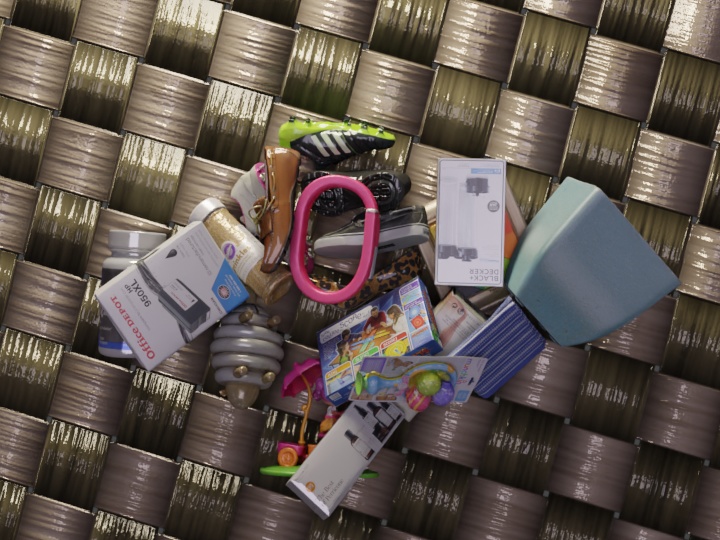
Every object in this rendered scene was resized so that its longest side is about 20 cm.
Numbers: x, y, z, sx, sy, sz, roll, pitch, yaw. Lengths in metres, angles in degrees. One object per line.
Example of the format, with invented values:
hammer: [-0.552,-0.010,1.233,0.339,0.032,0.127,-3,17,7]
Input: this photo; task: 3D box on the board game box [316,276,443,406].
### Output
board game box: [0.026,0.111,1.427,0.197,0.137,0.035,-29,132,17]

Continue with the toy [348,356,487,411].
toy: [0.088,0.180,1.371,0.195,0.116,0.048,5,48,-12]

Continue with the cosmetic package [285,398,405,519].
cosmetic package: [-0.021,0.276,1.401,0.082,0.051,0.201,39,66,4]

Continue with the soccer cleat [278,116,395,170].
soccer cleat: [-0.040,-0.208,1.514,0.195,0.068,0.083,5,108,4]

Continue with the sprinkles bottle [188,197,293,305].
sprinkles bottle: [-0.197,-0.033,1.491,0.200,0.068,0.069,43,93,18]

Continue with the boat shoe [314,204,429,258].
boat shoe: [0.017,-0.066,1.505,0.195,0.071,0.065,-9,71,11]

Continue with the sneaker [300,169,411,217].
sneaker: [-0.006,-0.133,1.505,0.196,0.091,0.078,5,106,24]

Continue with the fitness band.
fitness band: [-0.042,-0.049,1.443,0.140,0.037,0.205,7,91,15]

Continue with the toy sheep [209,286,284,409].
toy sheep: [-0.184,0.126,1.486,0.134,0.138,0.205,7,72,3]

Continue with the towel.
towel: [0.217,0.127,1.446,0.144,0.200,0.024,-42,55,3]

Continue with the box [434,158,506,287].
box: [0.177,-0.075,1.462,0.114,0.060,0.206,3,90,4]

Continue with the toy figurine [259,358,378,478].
toy figurine: [-0.063,0.238,1.481,0.195,0.150,0.189,1,82,12]

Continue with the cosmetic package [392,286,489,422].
cosmetic package: [0.116,0.133,1.472,0.087,0.103,0.201,40,99,0]

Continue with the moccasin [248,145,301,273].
moccasin: [-0.141,-0.098,1.432,0.076,0.074,0.207,8,82,-14]

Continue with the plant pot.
plant pot: [0.338,0.002,1.420,0.200,0.197,0.196,-44,98,7]

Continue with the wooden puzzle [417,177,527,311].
wooden puzzle: [0.194,-0.040,1.511,0.182,0.037,0.204,-25,89,3]

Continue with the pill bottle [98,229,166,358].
pill bottle: [-0.374,0.038,1.502,0.111,0.114,0.206,3,90,3]

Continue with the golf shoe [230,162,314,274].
golf shoe: [-0.147,-0.075,1.521,0.090,0.075,0.203,-25,92,26]

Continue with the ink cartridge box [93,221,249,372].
ink cartridge box: [-0.297,0.039,1.425,0.199,0.084,0.146,-37,102,-14]

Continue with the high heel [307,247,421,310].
high heel: [0.000,0.000,1.502,0.196,0.071,0.145,23,95,-11]
